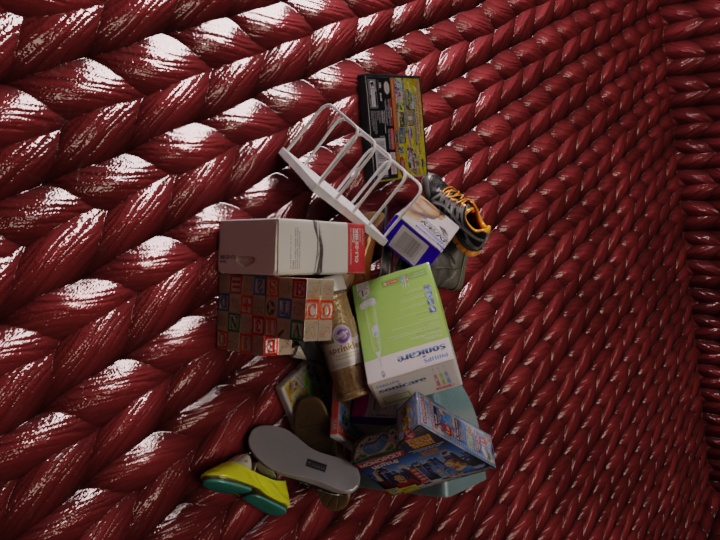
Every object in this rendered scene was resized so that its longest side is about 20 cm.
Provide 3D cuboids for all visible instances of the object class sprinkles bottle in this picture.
[{"bbox_3d":[-0.034,0.111,1.171,0.068,0.068,0.204,-10,82,-48],"label":"sprinkles bottle"}]

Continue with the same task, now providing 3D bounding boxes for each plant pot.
[{"bbox_3d":[0.118,0.306,1.355,0.195,0.193,0.205,9,80,-57],"label":"plant pot"}]

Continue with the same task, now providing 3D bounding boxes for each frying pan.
[{"bbox_3d":[0.049,-0.029,1.366,0.192,0.030,0.116,-81,177,-45],"label":"frying pan"}]

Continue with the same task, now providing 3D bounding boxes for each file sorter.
[{"bbox_3d":[-0.012,-0.166,1.192,0.125,0.139,0.199,-49,135,7],"label":"file sorter"}]

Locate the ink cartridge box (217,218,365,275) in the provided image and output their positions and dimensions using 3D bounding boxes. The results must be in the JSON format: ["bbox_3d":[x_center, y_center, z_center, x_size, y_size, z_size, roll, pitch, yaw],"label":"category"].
[{"bbox_3d":[-0.107,-0.036,1.115,0.198,0.142,0.086,-2,93,-49],"label":"ink cartridge box"}]

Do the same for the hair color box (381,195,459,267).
[{"bbox_3d":[0.116,-0.072,1.343,0.109,0.065,0.200,39,22,3],"label":"hair color box"}]

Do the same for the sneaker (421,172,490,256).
[{"bbox_3d":[0.202,-0.129,1.470,0.078,0.077,0.201,-29,77,-39],"label":"sneaker"}]

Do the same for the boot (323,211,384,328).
[{"bbox_3d":[0.000,0.000,1.309,0.201,0.073,0.157,-52,135,-35],"label":"boot"}]

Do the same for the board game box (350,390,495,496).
[{"bbox_3d":[0.091,0.281,1.147,0.200,0.197,0.063,50,27,-41],"label":"board game box"}]

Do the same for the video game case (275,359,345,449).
[{"bbox_3d":[-0.059,0.239,1.281,0.182,0.023,0.203,-40,122,-41],"label":"video game case"}]

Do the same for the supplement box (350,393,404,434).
[{"bbox_3d":[0.057,0.190,1.265,0.104,0.099,0.204,51,43,-55],"label":"supplement box"}]

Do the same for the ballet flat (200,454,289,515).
[{"bbox_3d":[-0.180,0.333,1.123,0.200,0.066,0.068,44,39,-44],"label":"ballet flat"}]

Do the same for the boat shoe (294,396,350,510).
[{"bbox_3d":[-0.065,0.310,1.220,0.065,0.070,0.204,-56,133,-78],"label":"boat shoe"}]

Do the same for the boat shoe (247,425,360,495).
[{"bbox_3d":[-0.096,0.320,1.157,0.197,0.057,0.069,25,55,0],"label":"boat shoe"}]

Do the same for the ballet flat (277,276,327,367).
[{"bbox_3d":[-0.112,0.098,1.184,0.073,0.072,0.202,-52,131,-33],"label":"ballet flat"}]

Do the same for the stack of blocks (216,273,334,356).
[{"bbox_3d":[-0.131,0.067,1.052,0.058,0.197,0.118,3,89,-49],"label":"stack of blocks"}]

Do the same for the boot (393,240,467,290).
[{"bbox_3d":[0.149,-0.035,1.482,0.197,0.072,0.186,3,88,-42],"label":"boot"}]

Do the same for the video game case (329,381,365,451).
[{"bbox_3d":[-0.015,0.213,1.256,0.143,0.017,0.204,51,36,-56],"label":"video game case"}]

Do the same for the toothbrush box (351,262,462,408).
[{"bbox_3d":[0.075,0.105,1.178,0.087,0.143,0.203,64,11,-48],"label":"toothbrush box"}]

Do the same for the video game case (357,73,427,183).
[{"bbox_3d":[0.066,-0.282,1.394,0.179,0.025,0.205,-15,102,-48],"label":"video game case"}]
